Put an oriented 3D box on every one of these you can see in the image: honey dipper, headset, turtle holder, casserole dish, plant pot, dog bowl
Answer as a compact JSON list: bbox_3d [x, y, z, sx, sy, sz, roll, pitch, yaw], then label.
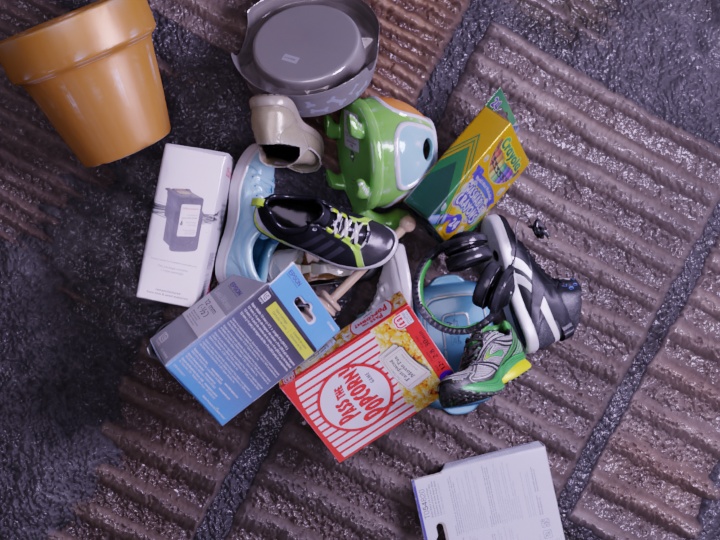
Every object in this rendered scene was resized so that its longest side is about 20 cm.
[{"bbox_3d":[0.000,0.000,1.344,0.200,0.038,0.038,-45,95,0],"label":"honey dipper"},{"bbox_3d":[0.163,0.000,1.341,0.200,0.094,0.124,-40,77,11],"label":"headset"},{"bbox_3d":[0.036,-0.142,1.353,0.131,0.141,0.186,-10,82,-21],"label":"turtle holder"},{"bbox_3d":[0.135,0.107,1.423,0.121,0.039,0.201,-7,92,-6],"label":"casserole dish"},{"bbox_3d":[-0.338,-0.242,1.300,0.199,0.200,0.184,-23,111,-4],"label":"plant pot"},{"bbox_3d":[-0.069,-0.286,1.331,0.199,0.059,0.201,-3,57,5],"label":"dog bowl"}]

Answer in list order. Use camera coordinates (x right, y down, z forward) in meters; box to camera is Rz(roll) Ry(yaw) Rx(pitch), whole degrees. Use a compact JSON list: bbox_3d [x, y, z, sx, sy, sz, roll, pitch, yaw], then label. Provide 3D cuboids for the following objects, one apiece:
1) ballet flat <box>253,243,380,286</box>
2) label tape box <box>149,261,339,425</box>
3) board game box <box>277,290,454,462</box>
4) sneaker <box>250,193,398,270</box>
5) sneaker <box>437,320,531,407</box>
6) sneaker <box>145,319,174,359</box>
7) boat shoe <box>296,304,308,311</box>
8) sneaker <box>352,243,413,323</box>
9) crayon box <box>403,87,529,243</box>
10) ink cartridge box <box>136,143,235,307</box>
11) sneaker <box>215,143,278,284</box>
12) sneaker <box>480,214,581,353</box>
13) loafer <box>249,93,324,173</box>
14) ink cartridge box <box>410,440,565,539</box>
[{"bbox_3d":[-0.070,-0.008,1.383,0.199,0.068,0.068,-7,93,-4],"label":"ballet flat"},{"bbox_3d":[-0.144,0.083,1.282,0.200,0.066,0.143,-39,133,-7],"label":"label tape box"},{"bbox_3d":[0.011,0.144,1.345,0.200,0.046,0.152,-34,117,3],"label":"board game box"},{"bbox_3d":[-0.045,-0.051,1.288,0.199,0.083,0.072,13,76,-8],"label":"sneaker"},{"bbox_3d":[0.154,0.124,1.336,0.078,0.200,0.086,-22,91,33],"label":"sneaker"},{"bbox_3d":[-0.193,0.082,1.338,0.199,0.115,0.075,-22,91,7],"label":"sneaker"},{"bbox_3d":[-0.044,0.140,1.393,0.072,0.068,0.201,-26,95,-3],"label":"boat shoe"},{"bbox_3d":[0.029,0.063,1.387,0.088,0.075,0.201,0,103,2],"label":"sneaker"},{"bbox_3d":[0.157,-0.133,1.367,0.052,0.126,0.200,39,88,29],"label":"crayon box"},{"bbox_3d":[-0.227,-0.059,1.329,0.084,0.145,0.201,11,91,-4],"label":"ink cartridge box"},{"bbox_3d":[-0.132,-0.070,1.356,0.082,0.074,0.201,9,87,29],"label":"sneaker"},{"bbox_3d":[0.246,0.007,1.419,0.111,0.073,0.201,-18,92,-17],"label":"sneaker"},{"bbox_3d":[-0.100,-0.163,1.312,0.075,0.200,0.069,3,76,16],"label":"loafer"},{"bbox_3d":[0.185,0.363,1.437,0.199,0.041,0.201,-12,94,-4],"label":"ink cartridge box"}]
